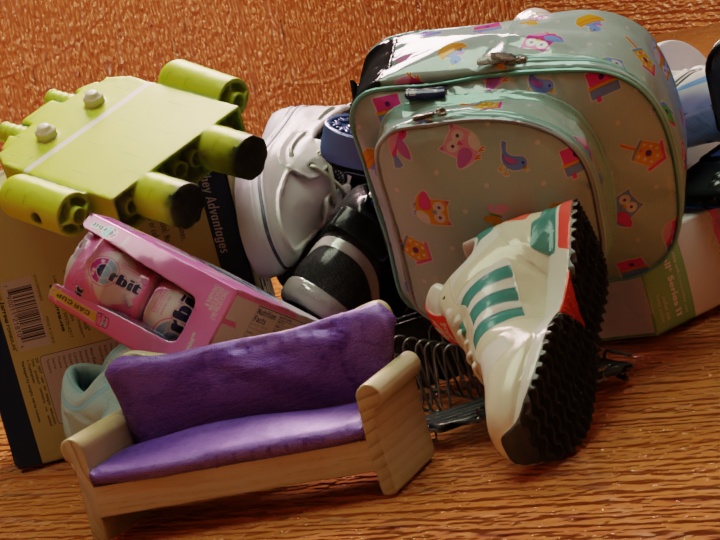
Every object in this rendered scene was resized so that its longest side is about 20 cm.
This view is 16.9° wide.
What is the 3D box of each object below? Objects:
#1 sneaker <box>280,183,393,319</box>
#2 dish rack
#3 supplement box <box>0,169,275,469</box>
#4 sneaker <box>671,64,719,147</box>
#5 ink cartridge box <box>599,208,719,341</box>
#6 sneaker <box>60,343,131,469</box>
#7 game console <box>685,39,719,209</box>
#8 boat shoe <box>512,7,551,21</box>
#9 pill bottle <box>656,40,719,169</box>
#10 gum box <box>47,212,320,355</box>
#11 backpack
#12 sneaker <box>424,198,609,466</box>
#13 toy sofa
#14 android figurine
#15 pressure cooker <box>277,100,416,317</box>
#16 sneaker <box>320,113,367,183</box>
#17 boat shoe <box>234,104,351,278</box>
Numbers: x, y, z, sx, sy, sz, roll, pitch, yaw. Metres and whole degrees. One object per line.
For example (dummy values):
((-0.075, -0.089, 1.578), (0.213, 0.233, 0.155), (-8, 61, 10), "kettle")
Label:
((0.000, 0.000, 1.717), (0.112, 0.073, 0.200), (-55, -3, -8), "sneaker")
((0.071, 0.057, 1.502), (0.153, 0.055, 0.200), (-18, 8, -17), "dish rack")
((-0.169, 0.012, 1.739), (0.199, 0.200, 0.134), (-14, 11, 2), "supplement box")
((0.214, -0.113, 1.635), (0.200, 0.073, 0.072), (-25, -25, -36), "sneaker")
((0.217, -0.011, 1.654), (0.200, 0.067, 0.117), (-22, 9, -40), "ink cartridge box")
((-0.139, 0.088, 1.579), (0.074, 0.082, 0.200), (-23, 11, -41), "sneaker")
((0.282, -0.139, 1.569), (0.200, 0.118, 0.171), (-35, 13, -16), "game console")
((0.098, -0.093, 1.709), (0.071, 0.200, 0.070), (9, 28, -19), "boat shoe")
((0.162, -0.096, 1.764), (0.200, 0.117, 0.116), (-16, 5, 45), "pill bottle")
((-0.102, 0.030, 1.542), (0.113, 0.066, 0.200), (27, 0, 23), "gum box")
((0.104, -0.065, 1.500), (0.200, 0.176, 0.153), (-11, 26, 8), "backpack")
((0.081, 0.041, 1.365), (0.093, 0.070, 0.200), (-12, 37, 23), "sneaker")
((-0.066, 0.087, 1.387), (0.200, 0.098, 0.083), (-11, 8, 21), "toy sofa")
((-0.162, -0.082, 1.630), (0.200, 0.041, 0.182), (21, 48, 41), "android figurine")
((0.039, -0.054, 1.901), (0.176, 0.179, 0.200), (-15, 10, 43), "pressure cooker")
((0.058, -0.049, 1.642), (0.200, 0.078, 0.070), (13, 19, -22), "sneaker")
((-0.040, -0.068, 1.712), (0.067, 0.074, 0.200), (-16, 31, 17), "boat shoe")
